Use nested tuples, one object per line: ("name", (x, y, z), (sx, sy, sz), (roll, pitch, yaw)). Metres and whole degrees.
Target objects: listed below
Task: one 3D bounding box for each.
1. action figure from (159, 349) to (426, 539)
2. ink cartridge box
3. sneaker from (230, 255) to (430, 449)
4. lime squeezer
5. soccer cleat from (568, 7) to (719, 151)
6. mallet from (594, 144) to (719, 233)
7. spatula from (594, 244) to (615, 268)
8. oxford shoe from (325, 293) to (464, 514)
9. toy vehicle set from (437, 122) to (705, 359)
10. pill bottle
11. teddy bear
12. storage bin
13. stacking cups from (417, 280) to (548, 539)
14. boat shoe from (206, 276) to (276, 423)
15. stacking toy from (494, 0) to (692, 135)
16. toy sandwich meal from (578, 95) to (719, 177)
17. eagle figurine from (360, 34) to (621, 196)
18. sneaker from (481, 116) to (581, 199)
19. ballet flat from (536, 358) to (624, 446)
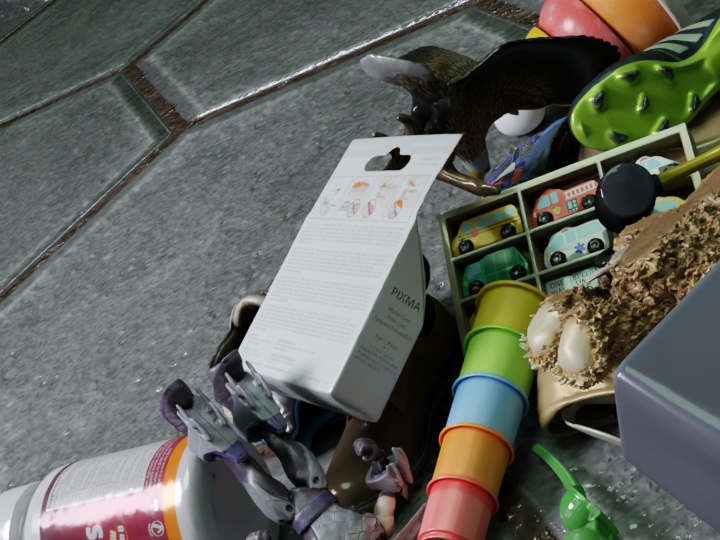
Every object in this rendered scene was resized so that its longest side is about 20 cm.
("action figure", (-0.040, 0.142, 0.862), (0.130, 0.070, 0.200), (-35, 68, -32))
("ink cartridge box", (0.000, 0.000, 0.969), (0.160, 0.047, 0.201), (6, 66, 61))
("sneaker", (-0.007, 0.065, 1.066), (0.200, 0.073, 0.082), (-46, 39, -12))
("lime squeezer", (0.122, 0.161, 0.797), (0.071, 0.038, 0.201), (-51, 12, 36))
("soccer cleat", (0.240, -0.148, 1.040), (0.199, 0.068, 0.081), (-30, 8, -10))
("mallet", (0.248, -0.083, 0.913), (0.199, 0.041, 0.066), (-27, -11, 10))
("spatula", (0.248, -0.043, 0.917), (0.199, 0.021, 0.057), (-28, 24, 23))
("oxford shoe", (0.014, 0.092, 0.965), (0.072, 0.085, 0.200), (-9, 34, 33))
("toy vehicle set", (0.159, -0.014, 0.989), (0.199, 0.026, 0.125), (-20, 63, 21))
("pill bottle", (-0.165, 0.182, 0.961), (0.199, 0.110, 0.110), (-16, 29, 27))
("teddy bear", (0.190, 0.008, 0.839), (0.200, 0.067, 0.145), (-39, 10, -23))
("storage bin", (0.227, 0.051, 0.693), (0.134, 0.146, 0.200), (31, 64, 35))
("stacking cups", (0.079, 0.101, 0.895), (0.060, 0.061, 0.201), (-9, 44, 37))
("boat shoe", (-0.079, 0.047, 1.162), (0.072, 0.065, 0.200), (-17, 28, 29))
("stacking toy", (0.200, -0.207, 1.286), (0.200, 0.146, 0.146), (-45, 25, 5))
("toy sandwich meal", (0.261, -0.097, 1.067), (0.204, 0.071, 0.206), (-22, 26, 11))
("eagle figurine", (0.091, -0.135, 1.080), (0.200, 0.151, 0.151), (-47, -13, -30))
("sneaker", (0.130, -0.049, 1.127), (0.078, 0.076, 0.200), (-22, 18, 48))
("ballet flat", (0.195, 0.081, 0.839), (0.199, 0.068, 0.063), (-6, 62, 45))
